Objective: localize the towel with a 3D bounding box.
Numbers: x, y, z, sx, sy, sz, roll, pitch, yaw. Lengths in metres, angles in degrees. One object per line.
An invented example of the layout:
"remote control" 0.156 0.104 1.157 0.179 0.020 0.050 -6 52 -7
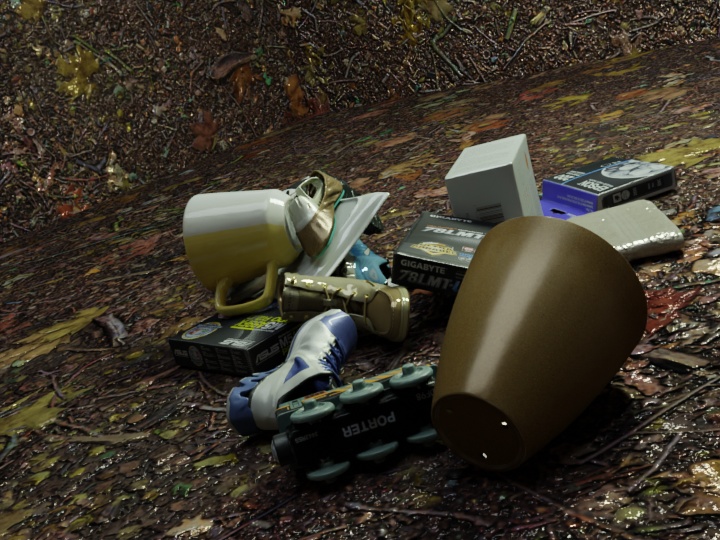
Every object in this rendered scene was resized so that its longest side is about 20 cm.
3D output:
"towel" 0.367 -0.050 1.336 0.131 0.035 0.200 -16 17 8

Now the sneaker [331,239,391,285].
"sneaker" 0.000 0.000 1.450 0.089 0.079 0.200 14 20 -11

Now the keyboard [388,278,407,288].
"keyboard" 0.049 0.020 1.462 0.197 0.011 0.056 -12 16 15

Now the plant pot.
"plant pot" 0.149 0.081 0.885 0.184 0.188 0.200 -3 33 39

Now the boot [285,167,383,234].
"boot" -0.075 -0.078 1.621 0.162 0.197 0.074 -39 48 19

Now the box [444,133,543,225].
"box" 0.212 -0.107 1.464 0.105 0.154 0.200 -11 16 19

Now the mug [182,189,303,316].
"mug" -0.163 -0.037 1.435 0.151 0.190 0.149 -11 3 18

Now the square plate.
"square plate" -0.057 -0.042 1.440 0.199 0.028 0.199 -53 17 -14

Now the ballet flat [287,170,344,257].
"ballet flat" -0.070 -0.093 1.411 0.068 0.072 0.201 -39 20 29

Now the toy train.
"toy train" 0.003 0.146 0.959 0.197 0.086 0.114 -18 6 -7

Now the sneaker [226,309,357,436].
"sneaker" -0.049 0.129 1.089 0.114 0.082 0.199 3 31 41

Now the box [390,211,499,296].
"box" 0.157 -0.019 1.293 0.197 0.050 0.199 11 24 12

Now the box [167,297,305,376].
"box" -0.158 0.092 1.364 0.159 0.045 0.198 -28 19 -39

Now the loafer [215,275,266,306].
"loafer" -0.157 -0.010 1.536 0.199 0.063 0.072 -34 25 -20

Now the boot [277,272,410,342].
"boot" -0.026 0.044 1.237 0.153 0.074 0.200 7 6 -17

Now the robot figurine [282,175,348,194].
"robot figurine" -0.097 -0.118 1.883 0.123 0.152 0.200 22 31 22

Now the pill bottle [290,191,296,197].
"pill bottle" -0.127 -0.074 1.735 0.198 0.115 0.115 -29 14 7

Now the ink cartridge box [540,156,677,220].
"ink cartridge box" 0.391 -0.137 1.590 0.198 0.044 0.198 -21 17 -11
